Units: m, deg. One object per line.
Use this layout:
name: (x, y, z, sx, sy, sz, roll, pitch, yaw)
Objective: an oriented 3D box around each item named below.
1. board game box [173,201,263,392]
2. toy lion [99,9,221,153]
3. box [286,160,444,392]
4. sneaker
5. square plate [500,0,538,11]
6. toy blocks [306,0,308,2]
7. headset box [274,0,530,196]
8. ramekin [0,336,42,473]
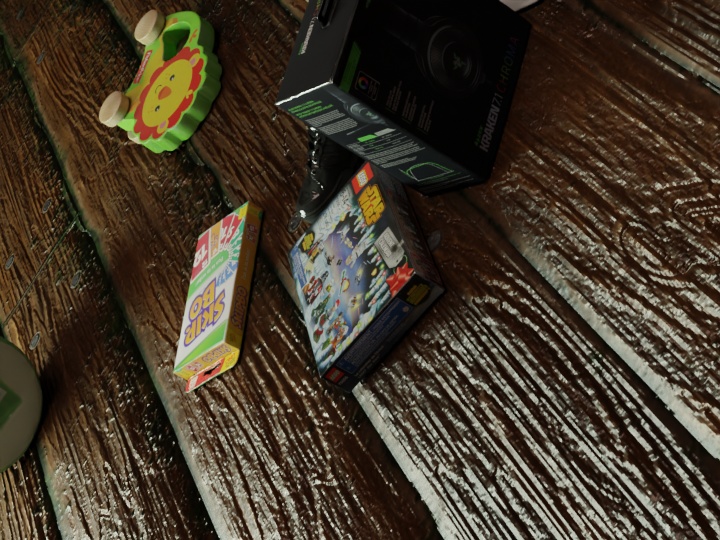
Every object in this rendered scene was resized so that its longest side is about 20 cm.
board game box: (-0.153, 0.029, 1.754, 0.095, 0.030, 0.201, -31, 43, 42)
toy lion: (-0.240, -0.244, 2.096, 0.191, 0.069, 0.201, -1, 64, 49)
box: (0.000, 0.000, 1.525, 0.137, 0.040, 0.200, -48, 32, 20)
sneaker: (-0.035, -0.154, 1.647, 0.200, 0.104, 0.060, -57, 30, 6)
square plate: (0.126, -0.326, 1.625, 0.198, 0.028, 0.201, -17, 51, 51)
toy blocks: (0.009, -0.354, 1.782, 0.137, 0.100, 0.200, -55, 27, -13)
headset box: (0.036, -0.192, 1.475, 0.093, 0.200, 0.175, -13, 53, 53)
ramekin: (-0.486, 0.162, 1.987, 0.098, 0.200, 0.201, 5, 69, 50)
